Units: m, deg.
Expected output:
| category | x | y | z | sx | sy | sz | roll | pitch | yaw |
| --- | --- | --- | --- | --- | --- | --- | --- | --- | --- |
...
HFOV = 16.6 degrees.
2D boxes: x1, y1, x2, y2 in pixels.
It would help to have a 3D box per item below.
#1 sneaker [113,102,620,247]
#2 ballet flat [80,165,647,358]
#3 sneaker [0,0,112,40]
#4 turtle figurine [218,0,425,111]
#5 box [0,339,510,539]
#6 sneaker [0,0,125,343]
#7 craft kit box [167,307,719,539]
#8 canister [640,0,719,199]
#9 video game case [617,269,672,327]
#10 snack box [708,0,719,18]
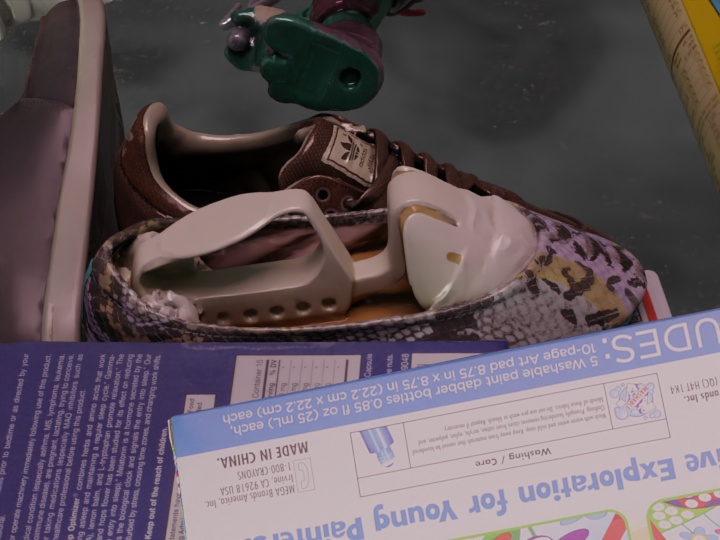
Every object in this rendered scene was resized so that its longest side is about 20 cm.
| category | x | y | z | sx | sy | sz | roll | pitch | yaw |
| --- | --- | --- | --- | --- | --- | --- | --- | --- | --- |
| sneaker | 0.002 | -0.016 | 0.911 | 0.198 | 0.076 | 0.071 | 6 | 46 | 9 |
| ballet flat | 0.000 | 0.000 | 0.846 | 0.198 | 0.072 | 0.072 | -7 | 46 | 1 |
| sneaker | -0.186 | -0.107 | 1.027 | 0.198 | 0.071 | 0.081 | -7 | 55 | 5 |
| turtle figurine | -0.006 | -0.141 | 0.978 | 0.100 | 0.151 | 0.200 | 1 | 23 | -4 |
| box | -0.052 | 0.076 | 0.790 | 0.198 | 0.033 | 0.122 | 1 | 47 | 5 |
| sneaker | -0.147 | -0.031 | 0.937 | 0.105 | 0.075 | 0.201 | -2 | 47 | 3 |
| craft kit box | 0.056 | 0.120 | 0.697 | 0.198 | 0.049 | 0.199 | -11 | 65 | 4 |
| canister | 0.179 | -0.115 | 0.958 | 0.148 | 0.086 | 0.201 | -36 | 44 | 23 |
| video game case | 0.051 | 0.082 | 0.813 | 0.142 | 0.018 | 0.201 | -9 | 42 | -2 |
| snack box | 0.206 | -0.066 | 0.840 | 0.116 | 0.200 | 0.037 | -29 | 25 | 19 |
